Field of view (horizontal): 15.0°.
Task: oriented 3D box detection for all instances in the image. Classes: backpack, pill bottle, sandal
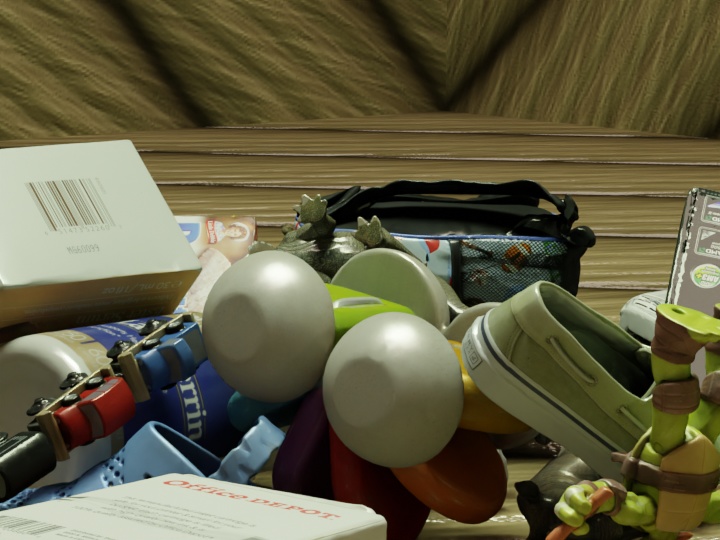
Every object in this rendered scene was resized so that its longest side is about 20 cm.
[{"bbox_3d":[0.046,0.009,1.829,0.189,0.155,0.200,8,2,-5],"label":"backpack"},{"bbox_3d":[-0.122,0.085,1.621,0.115,0.117,0.199,8,11,42],"label":"pill bottle"},{"bbox_3d":[-0.112,0.122,1.482,0.199,0.088,0.080,-1,10,2],"label":"sandal"}]

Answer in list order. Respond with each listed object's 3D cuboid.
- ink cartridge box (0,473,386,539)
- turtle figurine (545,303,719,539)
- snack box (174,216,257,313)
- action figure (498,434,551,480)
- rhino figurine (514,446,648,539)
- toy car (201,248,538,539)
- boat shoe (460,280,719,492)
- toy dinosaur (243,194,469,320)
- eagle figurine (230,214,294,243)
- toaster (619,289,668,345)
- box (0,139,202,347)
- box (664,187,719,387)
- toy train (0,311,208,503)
[{"bbox_3d":[-0.102,0.156,1.243,0.145,0.085,0.199,8,11,40],"label":"ink cartridge box"},{"bbox_3d":[0.174,0.099,1.422,0.199,0.162,0.064,6,15,-33],"label":"turtle figurine"},{"bbox_3d":[-0.116,0.033,1.958,0.071,0.024,0.201,0,40,3],"label":"snack box"},{"bbox_3d":[0.069,0.089,1.675,0.199,0.103,0.119,1,12,-10],"label":"action figure"},{"bbox_3d":[0.134,0.129,1.539,0.087,0.060,0.200,8,11,19],"label":"rhino figurine"},{"bbox_3d":[0.005,0.077,1.535,0.199,0.151,0.175,26,16,30],"label":"toy car"},{"bbox_3d":[0.145,0.073,1.465,0.199,0.072,0.062,28,-50,-28],"label":"boat shoe"},{"bbox_3d":[0.000,0.000,1.708,0.199,0.077,0.102,-1,-11,4],"label":"toy dinosaur"},{"bbox_3d":[-0.076,0.031,2.077,0.200,0.151,0.152,-47,-4,-39],"label":"eagle figurine"},{"bbox_3d":[0.249,0.071,1.773,0.128,0.114,0.200,-6,13,-15],"label":"toaster"},{"bbox_3d":[-0.218,0.028,1.673,0.152,0.200,0.107,-8,55,-41],"label":"box"},{"bbox_3d":[0.280,0.049,1.667,0.199,0.048,0.194,13,46,6],"label":"box"},{"bbox_3d":[-0.148,0.074,1.481,0.046,0.034,0.200,-6,22,43],"label":"toy train"}]
